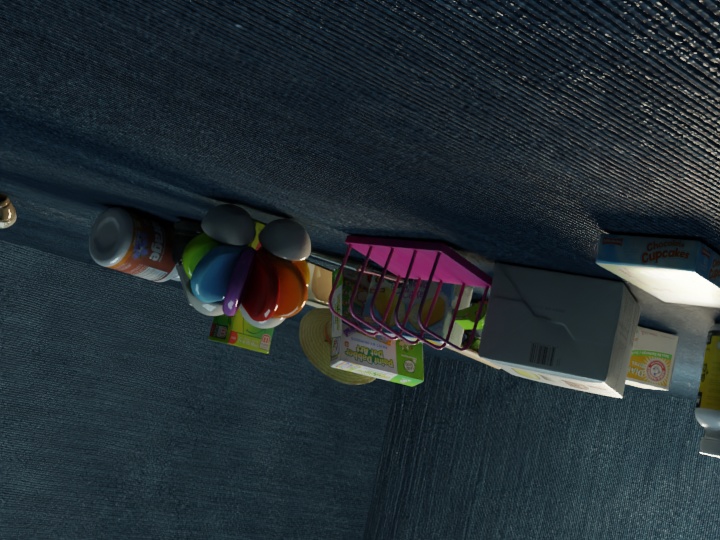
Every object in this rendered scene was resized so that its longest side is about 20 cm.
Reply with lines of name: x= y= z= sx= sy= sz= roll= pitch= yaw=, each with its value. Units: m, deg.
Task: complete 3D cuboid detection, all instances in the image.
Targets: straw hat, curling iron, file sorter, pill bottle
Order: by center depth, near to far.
file sorter: x=0.071 y=0.037 z=1.475 sx=0.199 sy=0.127 sz=0.138 roll=7 pitch=162 yaw=46
pill bottle: x=0.581 y=0.190 z=1.526 sx=0.111 sy=0.202 sz=0.112 roll=12 pitch=173 yaw=2
curling iron: x=0.000 y=0.000 z=1.776 sx=0.198 sy=0.026 sz=0.050 roll=18 pitch=146 yaw=-9
pill bottle: x=-0.406 y=-0.042 z=1.876 sx=0.111 sy=0.114 sz=0.199 roll=8 pitch=172 yaw=36
straw hat: x=-0.025 y=0.122 z=1.971 sx=0.199 sy=0.202 sz=0.085 roll=20 pitch=127 yaw=-16

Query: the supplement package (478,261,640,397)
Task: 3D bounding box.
supplement package: x=0.303 y=0.092 z=1.480 sx=0.189 sy=0.149 sz=0.200 roll=10 pitch=171 yaw=25

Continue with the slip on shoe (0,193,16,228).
slip on shoe: x=-0.801 y=-0.145 z=2.028 sx=0.198 sy=0.076 sz=0.061 roll=19 pitch=135 yaw=15

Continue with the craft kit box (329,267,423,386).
craft kit box: x=0.033 y=0.110 z=1.932 sx=0.198 sy=0.200 sz=0.048 roll=16 pitch=153 yaw=-31

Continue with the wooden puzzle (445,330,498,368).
wooden puzzle: x=0.196 y=0.114 z=2.059 sx=0.184 sy=0.047 sz=0.200 roll=24 pitch=-162 yaw=-31

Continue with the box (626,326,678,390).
box: x=0.467 y=0.149 z=1.822 sx=0.198 sy=0.103 sz=0.112 roll=14 pitch=174 yaw=-8

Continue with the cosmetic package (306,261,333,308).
cosmetic package: x=-0.095 y=0.034 z=2.068 sx=0.104 sy=0.072 sz=0.199 roll=7 pitch=171 yaw=36

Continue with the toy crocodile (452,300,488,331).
toy crocodile: x=0.245 y=0.074 z=1.685 sx=0.199 sy=0.062 sz=0.067 roll=-8 pitch=145 yaw=44

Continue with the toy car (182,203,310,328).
toy car: x=-0.171 y=0.012 z=1.478 sx=0.198 sy=0.177 sz=0.150 roll=15 pitch=-153 yaw=-12

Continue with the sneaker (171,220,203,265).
sneaker: x=-0.245 y=-0.029 z=1.773 sx=0.197 sy=0.092 sz=0.076 roll=11 pitch=171 yaw=8

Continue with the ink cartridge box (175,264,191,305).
ink cartridge box: x=-0.254 y=0.015 z=1.908 sx=0.143 sy=0.085 sz=0.200 roll=-22 pitch=170 yaw=2

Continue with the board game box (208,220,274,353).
board game box: x=-0.178 y=0.027 z=1.626 sx=0.047 sy=0.202 sz=0.101 roll=7 pitch=171 yaw=38

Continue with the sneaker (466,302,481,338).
sneaker: x=0.258 y=0.104 z=2.002 sx=0.097 sy=0.071 sz=0.200 roll=29 pitch=-174 yaw=8

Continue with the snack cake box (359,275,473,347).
snack cake box: x=0.101 y=0.070 z=1.820 sx=0.199 sy=0.116 sz=0.067 roll=6 pitch=170 yaw=43

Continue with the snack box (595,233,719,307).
snack box: x=0.363 y=0.004 z=1.117 sx=0.115 sy=0.038 sz=0.199 roll=6 pitch=171 yaw=41
